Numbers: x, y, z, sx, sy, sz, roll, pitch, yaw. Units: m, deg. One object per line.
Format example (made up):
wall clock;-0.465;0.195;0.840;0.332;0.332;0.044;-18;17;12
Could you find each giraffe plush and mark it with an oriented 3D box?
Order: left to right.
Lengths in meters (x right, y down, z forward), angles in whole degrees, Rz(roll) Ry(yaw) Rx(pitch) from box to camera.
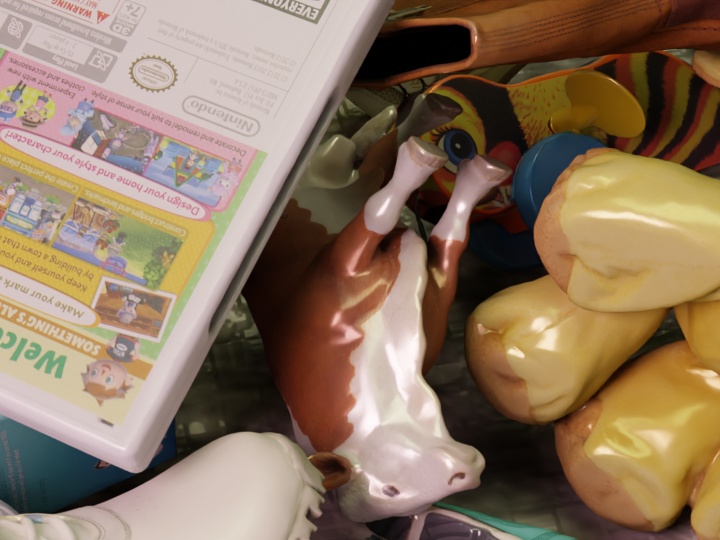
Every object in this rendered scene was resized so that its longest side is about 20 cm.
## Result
giraffe plush;0.155;-0.011;0.825;0.173;0.200;0.162;44;39;-10

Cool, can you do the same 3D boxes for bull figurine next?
bull figurine;0.000;0.000;0.801;0.065;0.121;0.200;20;17;-29

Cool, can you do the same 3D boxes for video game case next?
video game case;-0.113;-0.054;0.722;0.200;0.022;0.182;22;73;17

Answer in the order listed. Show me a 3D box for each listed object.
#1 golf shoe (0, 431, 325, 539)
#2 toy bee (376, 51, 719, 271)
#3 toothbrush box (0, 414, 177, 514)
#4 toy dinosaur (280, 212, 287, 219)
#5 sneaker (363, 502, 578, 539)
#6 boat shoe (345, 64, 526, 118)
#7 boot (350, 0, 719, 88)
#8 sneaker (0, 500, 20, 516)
golf shoe;-0.098;0.098;0.665;0.200;0.097;0.078;-41;25;-23
toy bee;0.059;-0.051;0.906;0.131;0.109;0.200;-24;6;42
toothbrush box;-0.181;0.028;0.763;0.200;0.085;0.146;-23;62;-16
toy dinosaur;-0.078;-0.073;0.786;0.200;0.058;0.101;55;19;21
sneaker;0.094;0.126;0.773;0.200;0.078;0.080;18;24;15
boat shoe;0.063;-0.129;0.947;0.065;0.200;0.071;33;31;-31
boot;0.105;-0.099;0.769;0.200;0.069;0.188;-12;17;-39
sneaker;-0.189;0.138;0.715;0.200;0.073;0.071;-38;15;-13
